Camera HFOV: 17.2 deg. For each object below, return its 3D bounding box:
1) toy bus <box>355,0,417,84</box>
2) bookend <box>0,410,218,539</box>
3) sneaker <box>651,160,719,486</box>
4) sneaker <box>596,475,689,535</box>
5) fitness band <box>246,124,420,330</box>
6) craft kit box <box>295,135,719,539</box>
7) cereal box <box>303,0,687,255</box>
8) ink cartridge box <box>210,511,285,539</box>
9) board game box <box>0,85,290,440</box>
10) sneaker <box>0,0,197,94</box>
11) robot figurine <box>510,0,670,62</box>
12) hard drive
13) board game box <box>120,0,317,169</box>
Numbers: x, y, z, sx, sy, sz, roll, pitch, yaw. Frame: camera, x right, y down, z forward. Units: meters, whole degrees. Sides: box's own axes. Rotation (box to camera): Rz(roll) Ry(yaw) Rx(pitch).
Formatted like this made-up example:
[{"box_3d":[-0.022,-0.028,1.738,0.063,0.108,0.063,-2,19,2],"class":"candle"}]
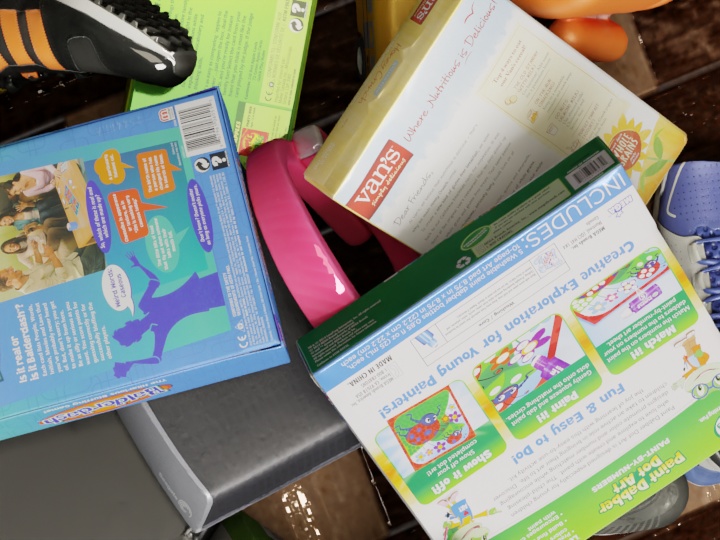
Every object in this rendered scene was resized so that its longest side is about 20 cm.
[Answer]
[{"box_3d":[0.032,-0.164,1.401,0.065,0.078,0.201,-4,95,-9],"class":"toy bus"},{"box_3d":[-0.166,0.094,1.376,0.199,0.092,0.199,31,76,2],"class":"bookend"},{"box_3d":[0.227,0.034,1.421,0.080,0.115,0.201,-1,92,-9],"class":"sneaker"},{"box_3d":[0.106,0.121,1.417,0.199,0.090,0.067,16,90,-9],"class":"sneaker"},{"box_3d":[0.000,0.000,1.357,0.037,0.200,0.144,-28,54,15],"class":"fitness band"},{"box_3d":[0.098,0.059,1.300,0.199,0.049,0.198,-33,119,2],"class":"craft kit box"},{"box_3d":[0.080,-0.064,1.338,0.200,0.040,0.144,32,94,-38],"class":"cereal box"},{"box_3d":[-0.092,0.247,1.364,0.076,0.148,0.201,34,88,-9],"class":"ink cartridge box"},{"box_3d":[-0.152,0.000,1.287,0.199,0.045,0.153,-14,75,0],"class":"board game box"},{"box_3d":[-0.186,-0.130,1.359,0.199,0.070,0.090,26,104,17],"class":"sneaker"},{"box_3d":[0.136,-0.206,1.373,0.116,0.200,0.144,-35,78,33],"class":"robot figurine"},{"box_3d":[-0.085,0.029,1.330,0.134,0.042,0.201,-26,78,-12],"class":"hard drive"},{"box_3d":[-0.082,-0.133,1.402,0.101,0.048,0.201,11,90,-8],"class":"board game box"}]
